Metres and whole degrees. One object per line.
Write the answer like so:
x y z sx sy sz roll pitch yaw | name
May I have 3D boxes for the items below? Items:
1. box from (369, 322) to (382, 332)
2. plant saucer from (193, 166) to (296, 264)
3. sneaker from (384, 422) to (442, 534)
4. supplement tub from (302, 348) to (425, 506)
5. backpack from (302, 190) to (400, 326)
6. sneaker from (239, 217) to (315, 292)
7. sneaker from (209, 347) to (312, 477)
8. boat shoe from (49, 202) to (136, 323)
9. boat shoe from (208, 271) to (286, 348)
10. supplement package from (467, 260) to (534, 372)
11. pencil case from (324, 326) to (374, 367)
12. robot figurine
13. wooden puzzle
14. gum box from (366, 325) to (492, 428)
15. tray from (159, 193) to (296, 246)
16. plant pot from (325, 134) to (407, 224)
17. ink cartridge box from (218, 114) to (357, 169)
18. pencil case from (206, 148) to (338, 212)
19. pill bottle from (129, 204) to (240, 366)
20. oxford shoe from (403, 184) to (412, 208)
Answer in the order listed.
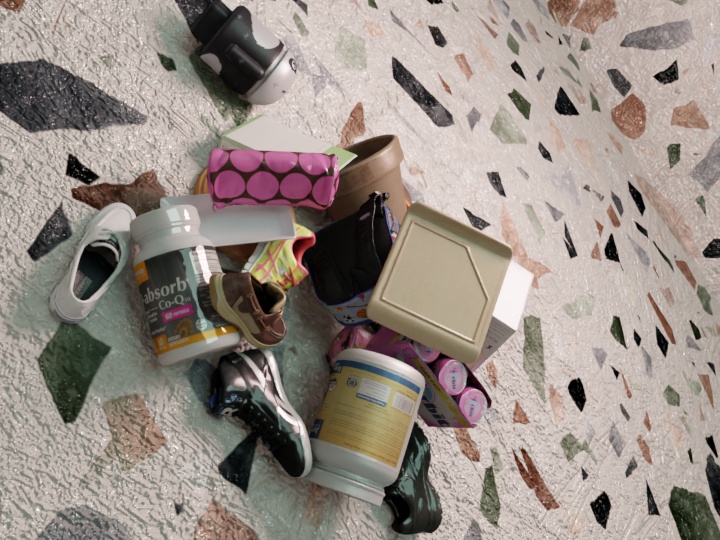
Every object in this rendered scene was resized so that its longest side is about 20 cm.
0.082 0.072 1.313 0.200 0.044 0.160 51 42 -10 | box
-0.185 -0.104 1.152 0.199 0.037 0.202 26 50 -34 | plant saucer
0.071 0.333 1.125 0.090 0.076 0.201 1 63 -38 | sneaker
0.004 0.233 1.024 0.144 0.144 0.201 31 68 -29 | supplement tub
0.000 0.000 1.145 0.154 0.199 0.191 47 21 -34 | backpack
-0.130 0.008 1.060 0.078 0.090 0.201 69 37 -65 | sneaker
-0.153 0.211 0.970 0.111 0.073 0.201 -6 61 -44 | sneaker
-0.342 -0.020 0.914 0.073 0.065 0.201 32 46 -28 | boat shoe
-0.134 0.051 0.941 0.200 0.071 0.073 56 18 -59 | boat shoe
0.173 0.071 1.191 0.151 0.200 0.151 32 45 -1 | supplement package
0.036 0.173 1.177 0.200 0.083 0.087 36 84 -26 | pencil case
-0.207 -0.394 1.237 0.200 0.124 0.151 41 56 -20 | robot figurine
0.124 0.018 1.053 0.184 0.037 0.201 25 74 -4 | wooden puzzle
0.115 0.172 1.114 0.200 0.113 0.066 53 57 -17 | gum box
-0.204 -0.075 1.051 0.198 0.022 0.108 -6 53 -12 | tray
0.010 -0.134 1.275 0.200 0.199 0.176 -48 119 -49 | plant pot
-0.123 -0.198 1.177 0.199 0.048 0.146 26 32 8 | ink cartridge box
-0.132 -0.135 1.042 0.198 0.091 0.095 0 98 -7 | pencil case
-0.244 0.020 0.937 0.116 0.116 0.202 -12 82 -49 | pill bottle
0.093 -0.125 1.429 0.073 0.071 0.201 -11 75 -54 | oxford shoe
